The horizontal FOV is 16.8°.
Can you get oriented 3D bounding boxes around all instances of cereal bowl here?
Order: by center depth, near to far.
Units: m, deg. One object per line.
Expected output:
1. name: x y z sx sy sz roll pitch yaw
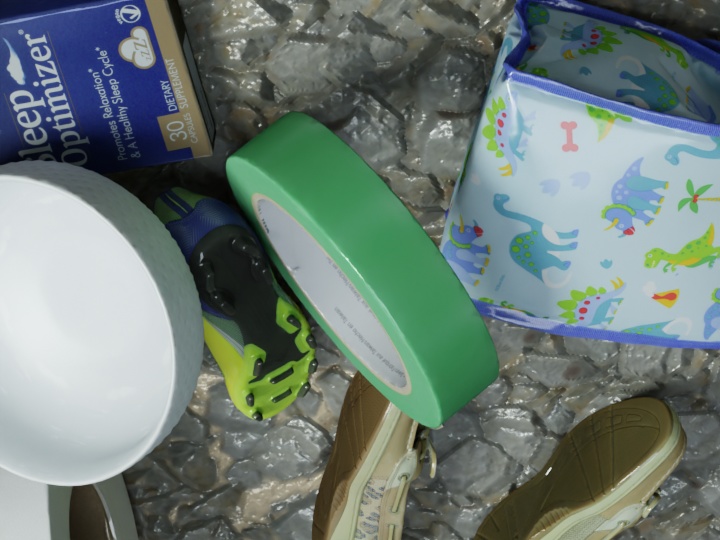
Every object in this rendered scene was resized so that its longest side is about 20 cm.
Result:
1. cereal bowl: -0.176 0.024 1.466 0.199 0.083 0.201 11 115 23

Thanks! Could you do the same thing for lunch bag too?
1. lunch bag: 0.160 -0.050 1.431 0.199 0.128 0.170 17 126 0

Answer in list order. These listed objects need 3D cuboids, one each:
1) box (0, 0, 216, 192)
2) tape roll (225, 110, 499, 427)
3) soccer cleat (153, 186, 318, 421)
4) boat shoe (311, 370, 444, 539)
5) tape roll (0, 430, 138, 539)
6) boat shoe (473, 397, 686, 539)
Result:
1. box: -0.197 -0.107 1.454 0.199 0.032 0.121 -9 127 9
2. tape roll: 0.000 0.000 1.429 0.048 0.200 0.201 -38 124 -10
3. soccer cleat: -0.080 0.020 1.536 0.065 0.084 0.200 -36 143 -12
4. boat shoe: 0.016 0.127 1.609 0.062 0.073 0.200 7 138 -12
5. tape roll: -0.234 0.196 1.580 0.139 0.203 0.203 -11 126 9
6. boat shoe: 0.155 0.156 1.625 0.063 0.073 0.201 25 127 -26
